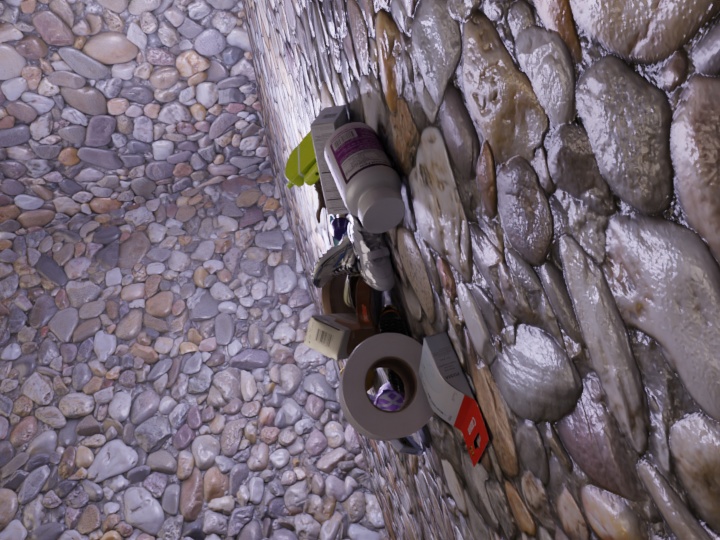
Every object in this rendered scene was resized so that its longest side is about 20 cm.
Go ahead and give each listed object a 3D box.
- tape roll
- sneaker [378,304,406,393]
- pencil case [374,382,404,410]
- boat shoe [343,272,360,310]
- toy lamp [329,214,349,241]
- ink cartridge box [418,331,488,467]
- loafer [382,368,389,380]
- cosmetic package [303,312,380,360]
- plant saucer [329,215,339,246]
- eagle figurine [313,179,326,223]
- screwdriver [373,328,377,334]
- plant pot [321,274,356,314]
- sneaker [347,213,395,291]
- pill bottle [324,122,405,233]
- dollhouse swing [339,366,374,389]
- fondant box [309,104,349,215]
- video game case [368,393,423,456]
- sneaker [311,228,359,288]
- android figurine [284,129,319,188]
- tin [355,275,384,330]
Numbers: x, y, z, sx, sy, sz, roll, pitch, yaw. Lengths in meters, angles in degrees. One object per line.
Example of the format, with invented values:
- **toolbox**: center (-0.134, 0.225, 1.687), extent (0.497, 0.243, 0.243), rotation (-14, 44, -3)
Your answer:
- **tape roll**: center (0.054, 0.241, 1.276), extent (0.139, 0.198, 0.207), rotation (110, 143, -73)
- **sneaker**: center (0.085, 0.175, 1.423), extent (0.090, 0.068, 0.205), rotation (-87, -15, -73)
- **pencil case**: center (0.073, 0.321, 1.516), extent (0.200, 0.084, 0.086), rotation (35, -144, -82)
- **boat shoe**: center (0.000, 0.000, 1.536), extent (0.065, 0.071, 0.205), rotation (-143, 52, -63)
- **toy lamp**: center (-0.051, -0.126, 1.592), extent (0.201, 0.057, 0.060), rotation (-94, -8, -68)
- **ink cartridge box**: center (0.159, 0.235, 1.107), extent (0.161, 0.046, 0.203), rotation (90, 164, -58)
- **loafer**: center (0.070, 0.212, 1.538), extent (0.063, 0.071, 0.202), rotation (54, -174, -47)
- **cosmetic package**: center (-0.031, 0.150, 1.452), extent (0.199, 0.103, 0.073), rotation (2, -74, -61)
- **plant saucer**: center (-0.048, -0.072, 1.850), extent (0.200, 0.035, 0.205), rotation (163, 91, -80)
- **eagle figurine**: center (-0.084, -0.252, 1.610), extent (0.151, 0.150, 0.202), rotation (-39, 23, 38)
- **screwdriver**: center (0.044, 0.125, 1.470), extent (0.200, 0.027, 0.030), rotation (-62, -25, -72)
- **plant pot**: center (-0.020, 0.083, 1.656), extent (0.201, 0.091, 0.205), rotation (43, -139, -53)
- **sneaker**: center (0.022, -0.060, 1.347), extent (0.116, 0.073, 0.203), rotation (92, 158, -58)
- **pill bottle**: center (0.011, -0.168, 1.138), extent (0.114, 0.110, 0.203), rotation (86, 165, -52)
- **dollhouse swing**: center (-0.043, 0.327, 2.112), extent (0.176, 0.180, 0.201), rotation (48, 162, 20)
- **fondant box**: center (-0.052, -0.247, 1.384), extent (0.145, 0.057, 0.204), rotation (-71, -25, -60)
- **video game case**: center (0.063, 0.379, 1.557), extent (0.200, 0.022, 0.182), rotation (45, -178, 28)
- **sneaker**: center (-0.036, -0.022, 1.472), extent (0.086, 0.200, 0.077), rotation (49, -162, 17)
- **android figurine**: center (-0.122, -0.283, 1.531), extent (0.041, 0.200, 0.184), rotation (29, -147, -31)
- **tin**: center (0.024, 0.061, 1.432), extent (0.200, 0.041, 0.115), rotation (-61, -39, -69)
